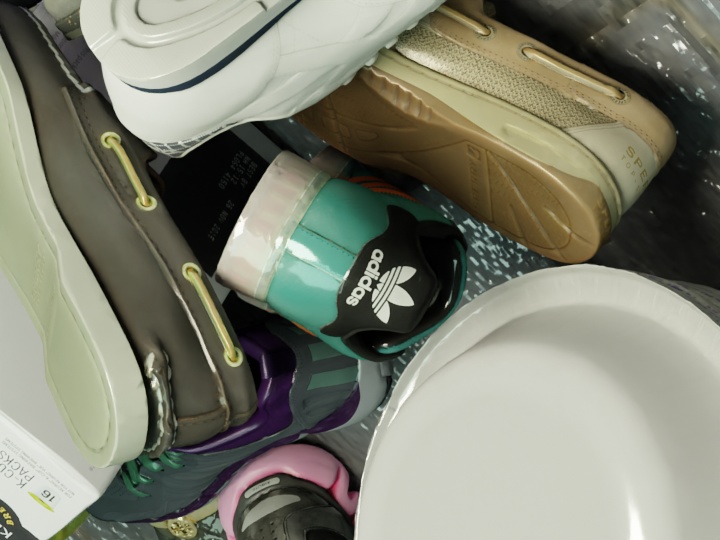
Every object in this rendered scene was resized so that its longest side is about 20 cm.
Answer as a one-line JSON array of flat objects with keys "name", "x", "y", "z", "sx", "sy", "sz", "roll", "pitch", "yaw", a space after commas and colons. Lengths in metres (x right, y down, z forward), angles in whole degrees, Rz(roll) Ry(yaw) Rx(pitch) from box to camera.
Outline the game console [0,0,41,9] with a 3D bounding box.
[{"name": "game console", "x": -0.199, "y": -0.134, "z": 0.888, "sx": 0.171, "sy": 0.119, "sz": 0.201, "roll": -14, "pitch": 131, "yaw": -6}]

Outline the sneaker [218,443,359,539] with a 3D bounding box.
[{"name": "sneaker", "x": 0.001, "y": 0.178, "z": 1.167, "sx": 0.079, "sy": 0.096, "sz": 0.200, "roll": -33, "pitch": 115, "yaw": 6}]

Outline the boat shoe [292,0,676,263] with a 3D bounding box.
[{"name": "boat shoe", "x": 0.025, "y": -0.076, "z": 0.951, "sx": 0.199, "sy": 0.065, "sz": 0.071, "roll": 34, "pitch": 154, "yaw": 21}]

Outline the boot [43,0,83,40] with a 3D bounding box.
[{"name": "boot", "x": -0.085, "y": -0.189, "z": 0.899, "sx": 0.130, "sy": 0.068, "sz": 0.200, "roll": 39, "pitch": 121, "yaw": -6}]

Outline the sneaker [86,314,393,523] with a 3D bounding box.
[{"name": "sneaker", "x": -0.081, "y": 0.062, "z": 1.110, "sx": 0.200, "sy": 0.087, "sz": 0.075, "roll": -31, "pitch": 74, "yaw": 38}]

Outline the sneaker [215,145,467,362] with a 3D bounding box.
[{"name": "sneaker", "x": 0.000, "y": 0.000, "z": 0.958, "sx": 0.080, "sy": 0.200, "sz": 0.072, "roll": 29, "pitch": 96, "yaw": 5}]

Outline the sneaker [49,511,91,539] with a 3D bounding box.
[{"name": "sneaker", "x": -0.198, "y": 0.059, "z": 1.185, "sx": 0.200, "sy": 0.090, "sz": 0.078, "roll": 45, "pitch": 138, "yaw": -12}]

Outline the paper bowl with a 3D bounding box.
[{"name": "paper bowl", "x": 0.079, "y": 0.099, "z": 0.902, "sx": 0.200, "sy": 0.202, "sz": 0.104, "roll": -14, "pitch": 164, "yaw": 38}]

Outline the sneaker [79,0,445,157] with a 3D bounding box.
[{"name": "sneaker", "x": -0.001, "y": -0.109, "z": 0.882, "sx": 0.199, "sy": 0.077, "sz": 0.081, "roll": -26, "pitch": 148, "yaw": -2}]

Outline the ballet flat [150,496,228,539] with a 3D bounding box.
[{"name": "ballet flat", "x": -0.045, "y": 0.170, "z": 1.226, "sx": 0.066, "sy": 0.057, "sz": 0.201, "roll": -13, "pitch": 122, "yaw": 36}]

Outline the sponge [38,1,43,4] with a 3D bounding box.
[{"name": "sponge", "x": -0.148, "y": -0.194, "z": 0.962, "sx": 0.111, "sy": 0.030, "sz": 0.201, "roll": -6, "pitch": 127, "yaw": 33}]

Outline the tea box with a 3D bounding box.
[{"name": "tea box", "x": -0.156, "y": 0.023, "z": 1.044, "sx": 0.133, "sy": 0.200, "sz": 0.197, "roll": 39, "pitch": 137, "yaw": -9}]

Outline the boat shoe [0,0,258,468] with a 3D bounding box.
[{"name": "boat shoe", "x": -0.098, "y": -0.020, "z": 0.911, "sx": 0.202, "sy": 0.060, "sz": 0.072, "roll": 65, "pitch": 151, "yaw": 29}]
